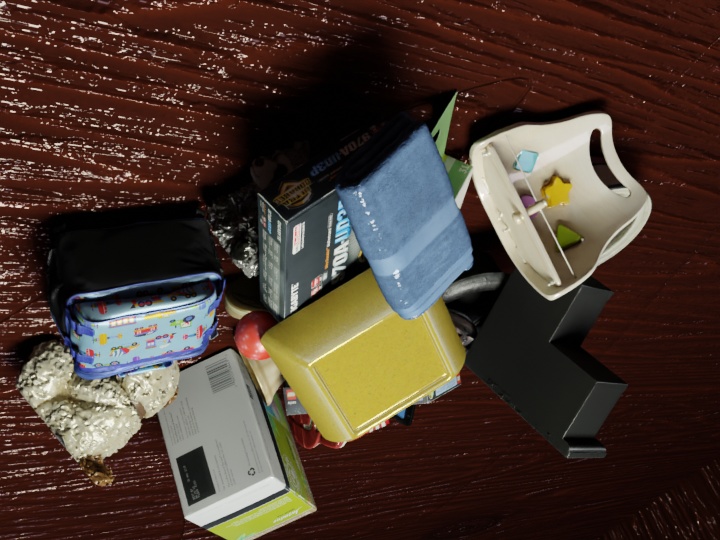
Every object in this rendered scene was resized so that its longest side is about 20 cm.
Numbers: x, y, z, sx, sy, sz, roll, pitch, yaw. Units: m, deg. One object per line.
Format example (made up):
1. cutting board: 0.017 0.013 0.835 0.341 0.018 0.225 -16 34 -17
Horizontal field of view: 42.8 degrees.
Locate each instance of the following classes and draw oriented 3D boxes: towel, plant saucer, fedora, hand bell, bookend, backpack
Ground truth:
1. towel: 0.044 -0.047 0.889 0.112 0.048 0.201 -43 138 -17
2. plant saucer: 0.018 0.098 1.020 0.199 0.049 0.201 -31 131 -4
3. fedora: 0.134 0.038 1.274 0.199 0.092 0.201 -11 145 -8
4. hand bell: -0.061 0.090 1.247 0.199 0.104 0.104 -27 151 -12
5. bookend: 0.260 0.092 1.149 0.092 0.199 0.201 10 113 -44
6. backpack: -0.245 0.045 0.996 0.181 0.135 0.201 -8 147 -25

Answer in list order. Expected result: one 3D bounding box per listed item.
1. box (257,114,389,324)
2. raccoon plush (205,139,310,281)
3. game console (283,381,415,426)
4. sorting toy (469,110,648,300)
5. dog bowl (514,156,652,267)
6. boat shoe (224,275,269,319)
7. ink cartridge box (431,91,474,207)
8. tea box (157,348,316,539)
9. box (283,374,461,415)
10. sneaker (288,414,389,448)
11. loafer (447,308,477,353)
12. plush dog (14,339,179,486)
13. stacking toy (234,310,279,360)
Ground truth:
1. box: -0.030 -0.047 0.941 0.158 0.046 0.201 -35 157 -24
2. raccoon plush: -0.081 -0.059 1.006 0.134 0.097 0.200 -35 158 2
3. game console: -0.017 0.168 1.355 0.174 0.117 0.201 -16 148 -14
4. sorting toy: 0.244 -0.096 1.095 0.179 0.201 0.107 -28 -176 -5
5. dog bowl: 0.285 -0.071 1.237 0.198 0.074 0.201 -18 149 -11
6. boat shoe: -0.086 0.047 1.164 0.199 0.074 0.067 0 137 -34
7. ink cartridge box: 0.083 -0.079 1.034 0.146 0.048 0.201 -60 170 -34
8. tea box: -0.175 0.252 1.293 0.133 0.201 0.197 -24 151 3
9. box: 0.017 0.152 1.207 0.198 0.038 0.136 -9 180 24
10. sneaker: -0.024 0.212 1.338 0.115 0.079 0.200 -9 -173 -27
11. loafer: 0.097 0.081 1.181 0.072 0.063 0.200 -30 142 19
12. plush dog: -0.300 0.155 1.138 0.171 0.160 0.201 -39 154 -20
13. stacking toy: -0.049 0.072 1.044 0.198 0.086 0.086 -3 144 -32
